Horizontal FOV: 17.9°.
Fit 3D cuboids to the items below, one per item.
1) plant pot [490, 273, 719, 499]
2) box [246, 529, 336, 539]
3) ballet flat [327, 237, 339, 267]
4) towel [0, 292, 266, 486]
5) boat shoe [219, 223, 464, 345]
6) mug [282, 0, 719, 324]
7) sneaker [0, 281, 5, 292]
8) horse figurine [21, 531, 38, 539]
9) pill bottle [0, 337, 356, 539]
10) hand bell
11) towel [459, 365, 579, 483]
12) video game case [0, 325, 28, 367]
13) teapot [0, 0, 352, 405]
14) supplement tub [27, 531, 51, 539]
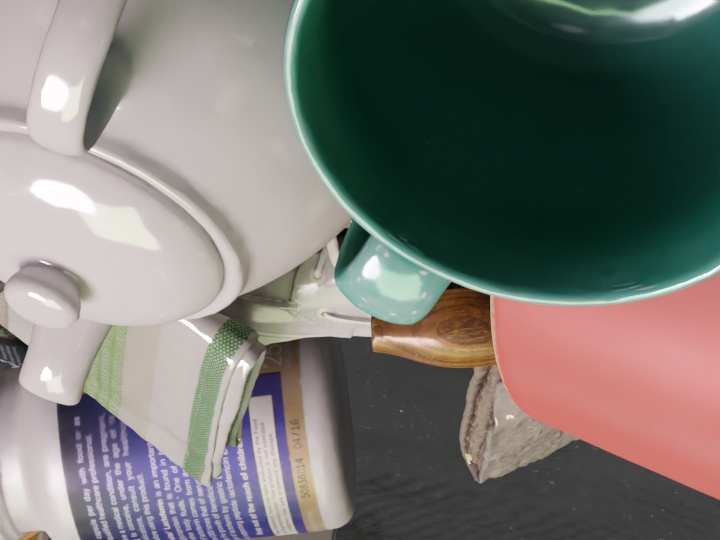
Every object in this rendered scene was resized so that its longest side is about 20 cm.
[{"bbox_3d":[0.151,-0.002,0.798,0.176,0.202,0.200,10,163,25],"label":"plant pot"},{"bbox_3d":[-0.132,0.187,1.521,0.199,0.110,0.128,-8,154,39],"label":"box"},{"bbox_3d":[-0.020,-0.037,0.929,0.198,0.073,0.072,11,160,-6],"label":"ballet flat"},{"bbox_3d":[-0.128,0.003,1.013,0.199,0.031,0.149,38,154,8],"label":"towel"},{"bbox_3d":[0.000,0.000,1.017,0.198,0.073,0.069,14,157,-13],"label":"boat shoe"},{"bbox_3d":[0.050,-0.079,0.670,0.184,0.115,0.152,-16,126,29],"label":"mug"},{"bbox_3d":[-0.213,-0.025,0.946,0.199,0.091,0.067,19,142,35],"label":"sneaker"},{"bbox_3d":[-0.171,0.121,1.327,0.050,0.200,0.132,57,145,-6],"label":"horse figurine"},{"bbox_3d":[-0.106,0.084,1.167,0.198,0.117,0.116,-7,159,4],"label":"pill bottle"},{"bbox_3d":[0.103,0.020,0.930,0.198,0.105,0.104,-3,159,2],"label":"hand bell"},{"bbox_3d":[0.113,0.043,1.060,0.132,0.035,0.200,-22,163,-8],"label":"towel"},{"bbox_3d":[-0.204,0.015,1.212,0.180,0.024,0.200,8,159,2],"label":"video game case"},{"bbox_3d":[-0.080,-0.051,0.757,0.196,0.147,0.200,-3,145,39],"label":"teapot"},{"bbox_3d":[-0.276,0.140,1.400,0.143,0.146,0.200,1,159,20],"label":"supplement tub"}]
